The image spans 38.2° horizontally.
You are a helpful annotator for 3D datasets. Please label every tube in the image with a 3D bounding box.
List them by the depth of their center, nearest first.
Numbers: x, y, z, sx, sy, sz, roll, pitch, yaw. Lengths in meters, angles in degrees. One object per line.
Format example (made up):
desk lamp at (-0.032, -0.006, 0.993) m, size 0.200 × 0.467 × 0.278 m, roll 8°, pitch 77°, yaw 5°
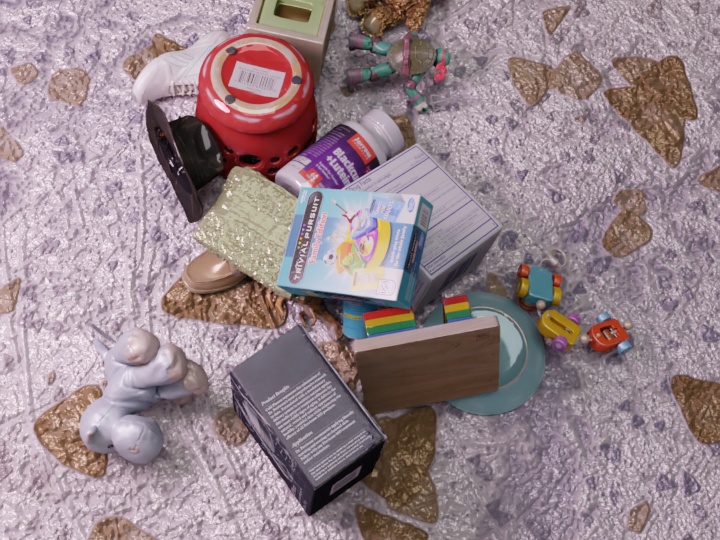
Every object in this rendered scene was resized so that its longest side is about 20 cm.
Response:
tube at (0.000, 0.000, 1.537) m, size 0.077 × 0.201 × 0.050 m, roll 10°, pitch 20°, yaw 27°

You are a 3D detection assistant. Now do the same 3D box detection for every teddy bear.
teddy bear at (0.071, -0.483, 1.829) m, size 0.145 × 0.067 × 0.200 m, roll 37°, pitch 74°, yaw 20°

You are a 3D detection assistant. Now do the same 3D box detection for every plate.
plate at (0.189, 0.122, 1.593) m, size 0.199 × 0.026 × 0.201 m, roll 2°, pitch 67°, yaw -4°

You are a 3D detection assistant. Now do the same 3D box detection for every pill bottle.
pill bottle at (-0.028, -0.167, 1.648) m, size 0.200 × 0.112 × 0.111 m, roll -40°, pitch 76°, yaw -19°

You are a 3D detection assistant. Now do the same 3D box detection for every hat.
hat at (-0.259, -0.177, 1.593) m, size 0.081 × 0.201 × 0.201 m, roll -23°, pitch 71°, yaw -19°

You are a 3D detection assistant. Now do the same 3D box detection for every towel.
towel at (-0.138, -0.055, 1.551) m, size 0.199 × 0.037 × 0.149 m, roll 29°, pitch 79°, yaw 7°

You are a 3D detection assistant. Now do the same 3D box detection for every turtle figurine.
turtle figurine at (0.078, -0.352, 1.752) m, size 0.199 × 0.101 × 0.151 m, roll 4°, pitch 66°, yaw 2°

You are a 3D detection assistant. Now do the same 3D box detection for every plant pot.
plant pot at (-0.163, -0.262, 1.641) m, size 0.199 × 0.183 × 0.202 m, roll 3°, pitch 64°, yaw -5°

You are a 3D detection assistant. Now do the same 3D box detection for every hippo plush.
hippo plush at (-0.327, 0.176, 1.444) m, size 0.199 × 0.159 × 0.161 m, roll 22°, pitch 66°, yaw 4°

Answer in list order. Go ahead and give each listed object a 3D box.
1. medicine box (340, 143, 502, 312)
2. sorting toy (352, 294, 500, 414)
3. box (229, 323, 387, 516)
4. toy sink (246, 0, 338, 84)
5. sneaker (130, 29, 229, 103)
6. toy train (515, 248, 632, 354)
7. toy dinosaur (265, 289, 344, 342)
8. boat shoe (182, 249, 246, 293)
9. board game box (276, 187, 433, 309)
medicine box at (0.081, -0.067, 1.596) m, size 0.200 × 0.103 × 0.182 m, roll 45°, pitch 52°, yaw 14°
sorting toy at (0.093, 0.116, 1.481) m, size 0.199 × 0.199 × 0.070 m, roll -11°, pitch 57°, yaw 0°
box at (-0.076, 0.210, 1.432) m, size 0.124 × 0.200 × 0.197 m, roll -32°, pitch 73°, yaw -17°
toy sink at (-0.110, -0.432, 1.742) m, size 0.130 × 0.112 × 0.201 m, roll 13°, pitch 58°, yaw -1°
sneaker at (-0.284, -0.323, 1.714) m, size 0.200 × 0.071 × 0.080 m, roll -32°, pitch 75°, yaw -18°
toy train at (0.322, 0.066, 1.619) m, size 0.150 × 0.056 × 0.200 m, roll -19°, pitch 62°, yaw -32°
toy dinosaur at (-0.093, 0.023, 1.589) m, size 0.106 × 0.060 × 0.201 m, roll -25°, pitch 92°, yaw -20°
boat shoe at (-0.183, -0.030, 1.599) m, size 0.199 × 0.065 × 0.071 m, roll -26°, pitch 72°, yaw -16°
board game box at (-0.010, -0.034, 1.458) m, size 0.199 × 0.047 × 0.152 m, roll 6°, pitch 76°, yaw 31°
